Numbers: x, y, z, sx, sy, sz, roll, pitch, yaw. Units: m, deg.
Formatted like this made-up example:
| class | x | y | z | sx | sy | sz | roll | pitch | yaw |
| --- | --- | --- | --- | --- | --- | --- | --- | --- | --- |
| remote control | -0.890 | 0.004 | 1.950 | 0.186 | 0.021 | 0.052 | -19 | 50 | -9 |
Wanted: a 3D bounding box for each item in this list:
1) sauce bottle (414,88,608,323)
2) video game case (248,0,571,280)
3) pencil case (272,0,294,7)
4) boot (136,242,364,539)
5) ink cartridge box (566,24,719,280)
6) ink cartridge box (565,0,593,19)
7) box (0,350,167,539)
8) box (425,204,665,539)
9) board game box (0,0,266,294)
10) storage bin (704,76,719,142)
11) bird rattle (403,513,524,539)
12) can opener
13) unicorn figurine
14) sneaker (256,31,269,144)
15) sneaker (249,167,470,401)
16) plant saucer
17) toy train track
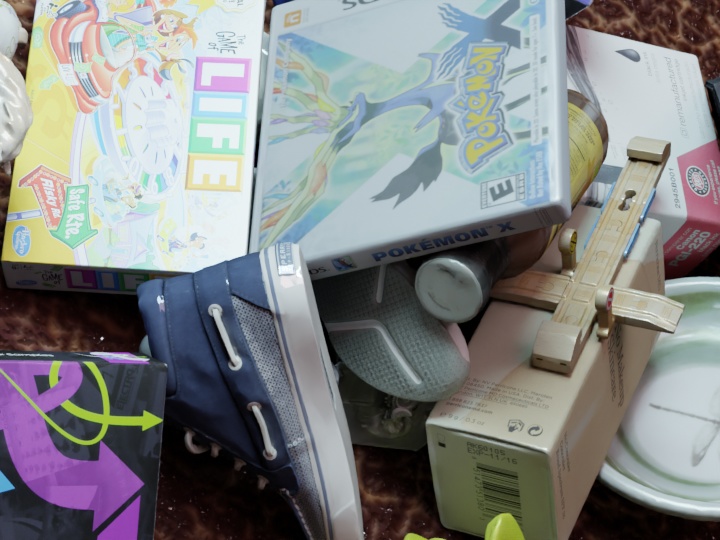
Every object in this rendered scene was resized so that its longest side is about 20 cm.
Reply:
| class | x | y | z | sx | sy | sz | roll | pitch | yaw |
| --- | --- | --- | --- | --- | --- | --- | --- | --- | --- |
| sauce bottle | 0.085 | -0.037 | 1.088 | 0.065 | 0.065 | 0.200 | 42 | 40 | -1 |
| video game case | 0.027 | -0.092 | 1.062 | 0.022 | 0.180 | 0.202 | 53 | 31 | -47 |
| pencil case | 0.026 | -0.148 | 1.185 | 0.200 | 0.078 | 0.087 | 40 | -6 | 44 |
| boot | -0.055 | 0.082 | 1.022 | 0.089 | 0.202 | 0.073 | -12 | 24 | 3 |
| ink cartridge box | 0.136 | -0.083 | 1.263 | 0.198 | 0.085 | 0.147 | 8 | 57 | -25 |
| ink cartridge box | 0.059 | -0.219 | 1.218 | 0.196 | 0.200 | 0.044 | 24 | 86 | -4 |
| box | -0.193 | 0.111 | 0.918 | 0.198 | 0.036 | 0.145 | 2 | 95 | -29 |
| box | 0.114 | 0.059 | 1.134 | 0.077 | 0.096 | 0.201 | 11 | 47 | 23 |
| board game box | -0.125 | -0.083 | 1.085 | 0.133 | 0.034 | 0.202 | 3 | 64 | -2 |
| storage bin | 0.291 | -0.072 | 1.261 | 0.200 | 0.093 | 0.137 | -36 | 109 | -79 |
| bird rattle | 0.048 | 0.239 | 1.019 | 0.161 | 0.113 | 0.202 | -10 | 79 | -23 |
| can opener | -0.041 | 0.064 | 1.092 | 0.198 | 0.054 | 0.067 | 10 | 24 | -26 |
| unicorn figurine | -0.226 | -0.116 | 1.022 | 0.136 | 0.074 | 0.201 | 24 | 33 | -3 |
| sneaker | -0.061 | -0.095 | 1.163 | 0.199 | 0.073 | 0.085 | 30 | 56 | 0 |
| sneaker | 0.000 | 0.000 | 1.100 | 0.200 | 0.071 | 0.080 | 41 | 28 | 30 |
| plant saucer | 0.218 | 0.089 | 1.193 | 0.198 | 0.051 | 0.201 | -3 | 43 | 3 |
| toy train track | 0.144 | -0.021 | 1.122 | 0.114 | 0.033 | 0.201 | 11 | 45 | 21 |
